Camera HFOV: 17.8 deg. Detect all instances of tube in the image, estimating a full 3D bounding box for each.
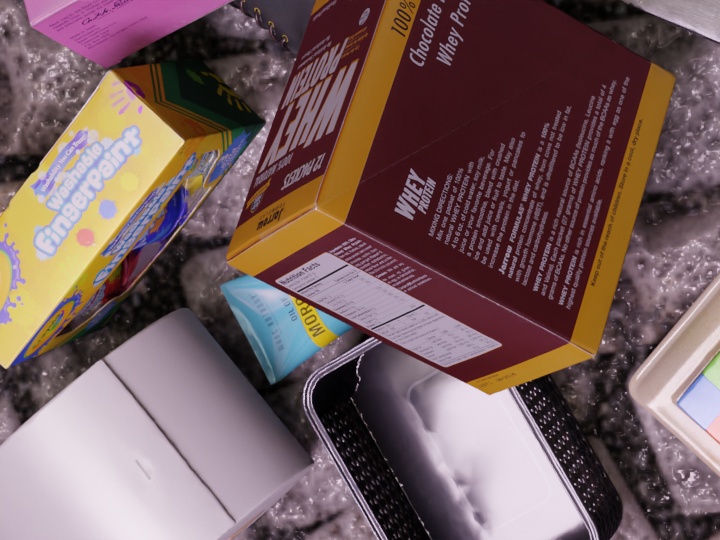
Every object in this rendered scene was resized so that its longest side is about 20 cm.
[{"bbox_3d":[0.000,0.000,1.562,0.199,0.050,0.078,-30,81,23],"label":"tube"}]

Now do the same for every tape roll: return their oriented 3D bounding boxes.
[{"bbox_3d":[-0.148,0.142,1.540,0.202,0.203,0.139,-41,86,17],"label":"tape roll"}]

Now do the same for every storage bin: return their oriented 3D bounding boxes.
[{"bbox_3d":[0.069,0.123,1.530,0.135,0.094,0.201,-31,87,18],"label":"storage bin"}]

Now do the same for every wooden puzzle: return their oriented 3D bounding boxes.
[{"bbox_3d":[0.299,0.077,1.480,0.200,0.046,0.186,41,106,7],"label":"wooden puzzle"}]

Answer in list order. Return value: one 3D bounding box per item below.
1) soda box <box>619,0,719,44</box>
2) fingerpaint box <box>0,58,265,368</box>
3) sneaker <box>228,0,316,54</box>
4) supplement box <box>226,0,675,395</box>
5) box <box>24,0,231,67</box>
[{"bbox_3d":[0.267,-0.164,1.448,0.199,0.063,0.071,25,104,12],"label":"soda box"},{"bbox_3d":[-0.170,-0.040,1.540,0.073,0.167,0.200,42,106,7],"label":"fingerpaint box"},{"bbox_3d":[-0.044,-0.168,1.541,0.106,0.075,0.202,-15,84,22],"label":"sneaker"},{"bbox_3d":[0.056,-0.063,1.405,0.199,0.133,0.198,27,67,-19],"label":"supplement box"},{"bbox_3d":[-0.143,-0.268,1.502,0.175,0.097,0.201,-24,68,20],"label":"box"}]
